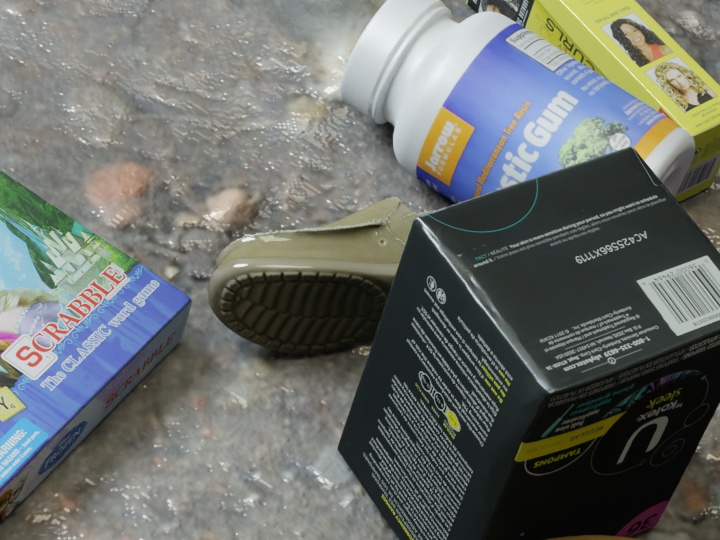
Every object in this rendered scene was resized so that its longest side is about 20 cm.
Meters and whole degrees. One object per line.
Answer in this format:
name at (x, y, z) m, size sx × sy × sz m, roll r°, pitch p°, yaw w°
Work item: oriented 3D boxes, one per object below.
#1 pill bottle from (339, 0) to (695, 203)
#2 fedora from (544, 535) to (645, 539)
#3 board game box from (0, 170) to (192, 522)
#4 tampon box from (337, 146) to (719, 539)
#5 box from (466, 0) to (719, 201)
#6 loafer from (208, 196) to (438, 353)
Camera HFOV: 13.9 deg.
pill bottle at (0.090, -0.085, 1.767) m, size 0.200 × 0.112 × 0.112 m, roll 33°, pitch 48°, yaw 13°
fedora at (0.130, 0.229, 1.524) m, size 0.199 × 0.082 × 0.201 m, roll 5°, pitch 49°, yaw -6°
board game box at (-0.229, 0.029, 1.616) m, size 0.199 × 0.041 × 0.200 m, roll 32°, pitch 48°, yaw 12°
tampon box at (0.098, 0.060, 1.581) m, size 0.149 × 0.200 × 0.126 m, roll -19°, pitch 58°, yaw -29°
box at (0.152, -0.135, 1.858) m, size 0.050 × 0.075 × 0.200 m, roll -26°, pitch 62°, yaw -31°
loafer at (0.000, 0.000, 1.696) m, size 0.199 × 0.076 × 0.068 m, roll 2°, pitch 48°, yaw -29°
